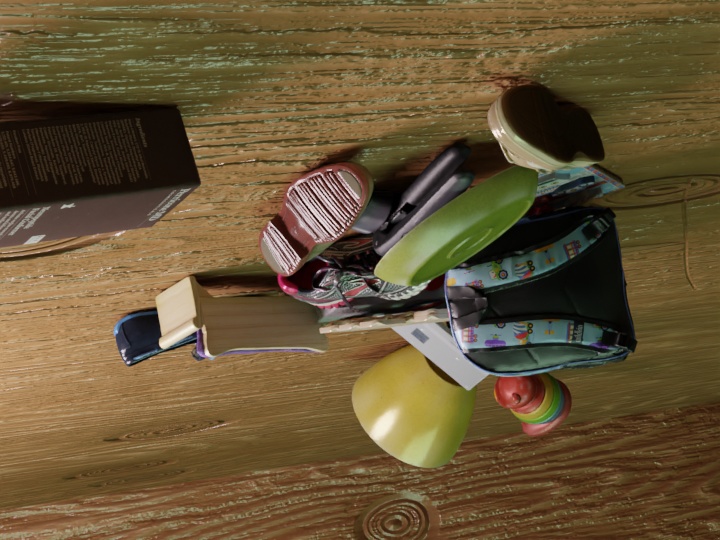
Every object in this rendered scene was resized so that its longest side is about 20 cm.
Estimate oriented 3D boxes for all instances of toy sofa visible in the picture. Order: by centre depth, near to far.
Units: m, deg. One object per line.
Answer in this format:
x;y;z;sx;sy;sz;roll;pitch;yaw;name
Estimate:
-0.138;0.063;1.769;0.199;0.098;0.083;-1;163;-40;toy sofa

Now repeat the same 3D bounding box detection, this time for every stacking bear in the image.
0.325;0.242;2.875;0.113;0.122;0.200;-16;159;25;stacking bear

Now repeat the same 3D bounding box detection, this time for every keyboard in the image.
0.081;0.078;1.882;0.056;0.200;0.011;-41;-166;40;keyboard

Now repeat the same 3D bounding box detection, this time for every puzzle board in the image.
0.178;-0.075;1.642;0.199;0.017;0.151;-19;165;25;puzzle board

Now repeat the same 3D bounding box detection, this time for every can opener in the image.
0.058;-0.065;1.482;0.078;0.064;0.200;-3;164;-31;can opener

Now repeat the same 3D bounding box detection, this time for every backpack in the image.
0.190;0.028;1.651;0.199;0.183;0.135;-11;-178;-4;backpack

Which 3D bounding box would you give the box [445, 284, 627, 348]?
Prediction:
0.220;0.026;1.899;0.199;0.079;0.141;-20;-179;30;box

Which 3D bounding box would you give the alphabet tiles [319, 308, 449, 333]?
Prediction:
0.058;0.057;1.757;0.195;0.015;0.200;-4;177;-37;alphabet tiles

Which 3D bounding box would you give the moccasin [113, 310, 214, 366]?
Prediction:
-0.206;0.083;1.849;0.199;0.069;0.080;-9;166;-13;moccasin

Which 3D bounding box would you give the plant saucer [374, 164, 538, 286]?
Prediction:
0.105;-0.039;1.506;0.200;0.031;0.200;-32;168;-7;plant saucer

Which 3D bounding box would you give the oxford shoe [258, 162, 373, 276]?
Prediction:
-0.034;-0.064;1.452;0.075;0.071;0.200;-35;180;-34;oxford shoe

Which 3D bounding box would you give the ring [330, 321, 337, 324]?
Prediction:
0.034;0.036;1.972;0.199;0.019;0.200;-10;166;-3;ring

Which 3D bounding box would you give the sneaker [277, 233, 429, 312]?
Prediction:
0.000;0.000;1.664;0.199;0.081;0.075;-19;163;29;sneaker

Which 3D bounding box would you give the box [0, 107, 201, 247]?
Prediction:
-0.238;-0.070;1.154;0.199;0.075;0.100;-12;167;-36;box

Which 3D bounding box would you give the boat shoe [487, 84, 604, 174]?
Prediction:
0.157;-0.119;1.339;0.065;0.072;0.200;-20;170;27;boat shoe

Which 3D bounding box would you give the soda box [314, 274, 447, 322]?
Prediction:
0.043;0.016;1.801;0.199;0.064;0.068;-6;166;-24;soda box

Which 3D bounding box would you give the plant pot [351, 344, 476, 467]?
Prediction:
0.106;0.192;2.365;0.199;0.200;0.142;0;137;-41;plant pot
